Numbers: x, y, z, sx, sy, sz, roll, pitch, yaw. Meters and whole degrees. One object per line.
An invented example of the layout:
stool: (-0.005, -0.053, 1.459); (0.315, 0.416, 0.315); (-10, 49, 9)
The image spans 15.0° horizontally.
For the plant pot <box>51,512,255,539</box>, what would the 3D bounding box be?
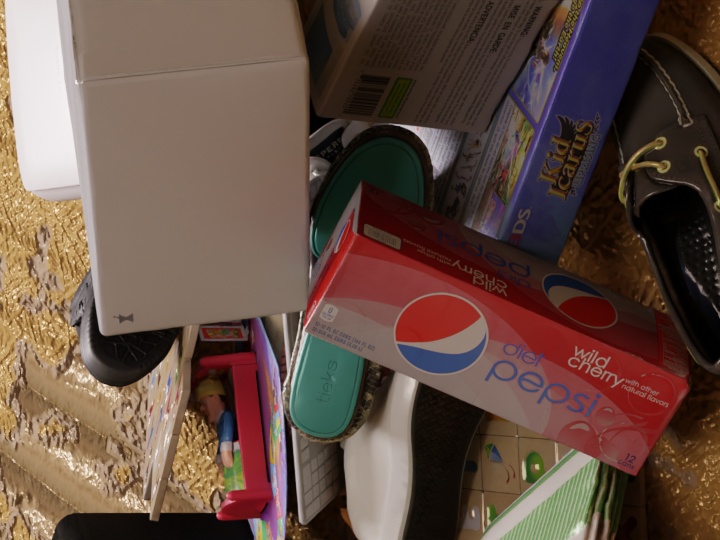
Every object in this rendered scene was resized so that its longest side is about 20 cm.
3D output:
plant pot: (-0.120, 0.261, 1.737); (0.178, 0.199, 0.201); (55, 134, 47)

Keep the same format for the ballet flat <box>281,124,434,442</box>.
ballet flat: (0.000, 0.000, 1.555); (0.068, 0.075, 0.201); (17, 114, 7)

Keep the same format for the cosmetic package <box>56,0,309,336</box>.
cosmetic package: (-0.098, -0.108, 1.475); (0.200, 0.122, 0.201); (91, 171, -50)

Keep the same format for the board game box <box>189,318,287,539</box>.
board game box: (-0.082, 0.100, 1.710); (0.200, 0.039, 0.159); (-115, 24, -62)

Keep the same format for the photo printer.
photo printer: (-0.157, -0.134, 1.820); (0.200, 0.069, 0.167); (-3, 91, 52)

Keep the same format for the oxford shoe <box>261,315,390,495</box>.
oxford shoe: (-0.027, 0.039, 1.694); (0.074, 0.070, 0.201); (159, 107, -72)

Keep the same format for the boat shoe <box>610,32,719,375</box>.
boat shoe: (0.171, -0.037, 1.428); (0.072, 0.060, 0.202); (-46, 59, 44)

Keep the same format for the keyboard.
keyboard: (-0.029, 0.048, 1.603); (0.011, 0.056, 0.201); (4, 112, 21)

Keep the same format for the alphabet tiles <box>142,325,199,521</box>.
alphabet tiles: (-0.120, 0.062, 1.754); (0.200, 0.008, 0.168); (-94, 17, -59)

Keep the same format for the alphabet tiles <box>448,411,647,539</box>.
alphabet tiles: (0.093, 0.113, 1.587); (0.200, 0.006, 0.167); (1, 95, 51)

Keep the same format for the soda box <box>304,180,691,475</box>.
soda box: (0.073, 0.031, 1.450); (0.063, 0.199, 0.070); (-84, 20, -61)

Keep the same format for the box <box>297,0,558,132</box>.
box: (0.019, -0.188, 1.485); (0.113, 0.101, 0.201); (119, 146, -43)

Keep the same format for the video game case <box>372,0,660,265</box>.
video game case: (0.082, -0.114, 1.510); (0.181, 0.045, 0.201); (-119, 41, -51)

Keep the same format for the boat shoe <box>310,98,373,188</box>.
boat shoe: (-0.015, -0.064, 1.625); (0.200, 0.072, 0.066); (55, 173, 26)

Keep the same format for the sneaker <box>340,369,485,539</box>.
sneaker: (0.024, 0.080, 1.605); (0.085, 0.073, 0.201); (37, 123, 40)

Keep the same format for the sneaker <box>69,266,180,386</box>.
sneaker: (-0.152, 0.024, 1.767); (0.200, 0.060, 0.104); (-79, 16, -47)

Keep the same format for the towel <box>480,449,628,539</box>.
towel: (0.090, 0.192, 1.487); (0.153, 0.023, 0.200); (-46, 22, 43)
